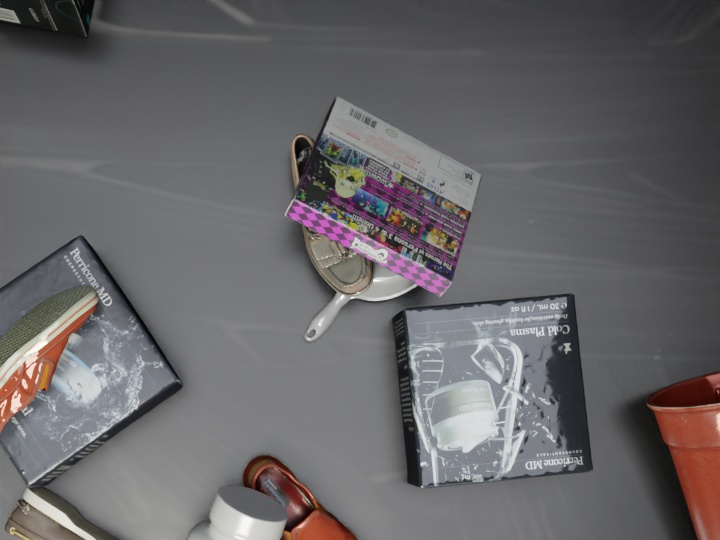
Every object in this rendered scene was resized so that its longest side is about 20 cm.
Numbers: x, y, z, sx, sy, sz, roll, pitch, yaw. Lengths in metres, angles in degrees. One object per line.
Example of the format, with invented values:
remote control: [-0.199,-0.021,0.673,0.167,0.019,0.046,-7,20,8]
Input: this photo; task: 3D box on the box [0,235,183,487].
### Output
box: [-0.332,0.102,1.476,0.199,0.117,0.198,-35,86,-9]

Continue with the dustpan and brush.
dustpan and brush: [0.000,0.000,1.550,0.139,0.057,0.200,38,75,13]

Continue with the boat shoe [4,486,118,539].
boat shoe: [-0.303,0.318,1.474,0.199,0.072,0.060,34,88,4]

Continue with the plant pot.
plant pot: [0.438,0.222,1.488,0.198,0.201,0.198,-13,92,-6]

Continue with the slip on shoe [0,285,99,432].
slip on shoe: [-0.345,0.095,1.390,0.200,0.074,0.061,-50,122,-14]

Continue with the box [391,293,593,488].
box: [0.146,0.136,1.504,0.197,0.124,0.200,-5,85,-5]

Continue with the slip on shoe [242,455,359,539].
slip on shoe: [-0.059,0.291,1.491,0.074,0.061,0.200,-40,88,-10]

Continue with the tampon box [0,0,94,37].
tampon box: [-0.362,-0.394,1.519,0.124,0.150,0.203,10,82,-3]

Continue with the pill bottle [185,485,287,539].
pill bottle: [-0.150,0.342,1.435,0.110,0.111,0.202,21,99,-1]

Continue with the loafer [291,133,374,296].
loafer: [-0.041,-0.065,1.512,0.071,0.063,0.202,-23,63,5]

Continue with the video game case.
video game case: [0.031,-0.087,1.501,0.198,0.036,0.183,27,48,-9]
